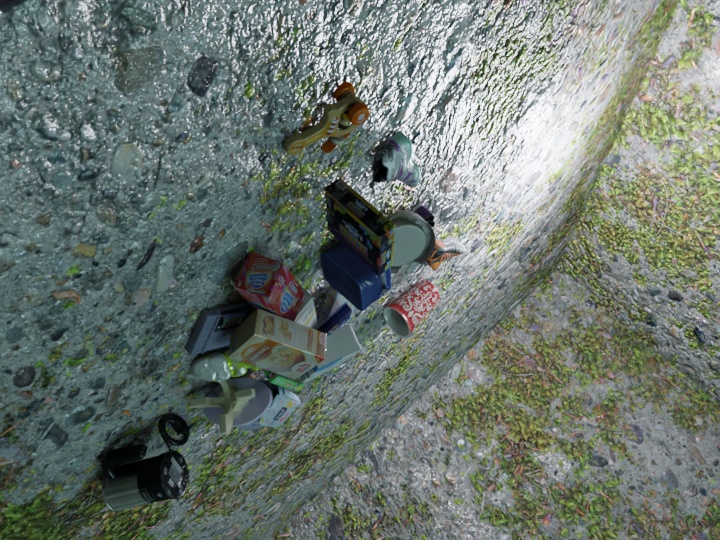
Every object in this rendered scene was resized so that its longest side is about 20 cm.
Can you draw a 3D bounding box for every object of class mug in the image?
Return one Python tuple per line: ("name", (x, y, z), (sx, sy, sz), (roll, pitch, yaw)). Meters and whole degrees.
("mug", (0.185, 0.133, 2.277), (0.199, 0.176, 0.135), (-39, 118, -28))

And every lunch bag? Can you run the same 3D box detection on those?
("lunch bag", (-0.291, 0.395, 1.757), (0.196, 0.130, 0.170), (-16, 157, 7))
("lunch bag", (0.000, 0.000, 1.644), (0.132, 0.199, 0.137), (-38, 149, -24))

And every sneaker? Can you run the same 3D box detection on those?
("sneaker", (-0.342, 0.235, 1.581), (0.195, 0.105, 0.078), (-4, 106, -15))
("sneaker", (0.148, -0.116, 1.848), (0.200, 0.087, 0.076), (-43, 155, -9))
("sneaker", (0.080, -0.253, 1.564), (0.140, 0.078, 0.201), (-42, 146, -8))
("sneaker", (0.303, -0.060, 2.219), (0.197, 0.078, 0.113), (0, 133, -45))

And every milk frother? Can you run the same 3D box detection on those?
("milk frother", (-0.552, 0.499, 1.569), (0.184, 0.184, 0.200), (-16, -167, 14))

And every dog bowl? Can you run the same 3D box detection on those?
("dog bowl", (0.122, -0.088, 1.787), (0.195, 0.059, 0.203), (-8, 130, -10))

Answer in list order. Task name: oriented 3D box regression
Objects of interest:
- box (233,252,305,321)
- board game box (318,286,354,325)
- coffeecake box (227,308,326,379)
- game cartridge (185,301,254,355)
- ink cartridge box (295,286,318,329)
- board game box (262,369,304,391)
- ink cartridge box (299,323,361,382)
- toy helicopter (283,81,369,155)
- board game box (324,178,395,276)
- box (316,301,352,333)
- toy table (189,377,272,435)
("box", (-0.215, 0.051, 1.454), (0.201, 0.098, 0.097), (68, 43, -64))
("board game box", (-0.060, 0.103, 1.893), (0.133, 0.034, 0.202), (-23, 146, -43))
("coffeecake box", (-0.205, 0.186, 1.482), (0.197, 0.074, 0.153), (23, 140, -28))
("game cartridge", (-0.333, 0.141, 1.506), (0.198, 0.038, 0.131), (-9, 139, -54))
("ink cartridge box", (-0.194, 0.145, 1.642), (0.148, 0.085, 0.201), (-48, 162, -22))
("board game box", (-0.240, 0.275, 1.728), (0.029, 0.135, 0.200), (-38, 155, 2))
("ink cartridge box", (-0.102, 0.242, 1.736), (0.143, 0.085, 0.200), (-22, 168, -26))
("toy helicopter", (-0.073, -0.297, 1.269), (0.197, 0.080, 0.133), (-30, 161, -11))
("board game box", (-0.003, -0.105, 1.483), (0.056, 0.200, 0.167), (-36, 153, -23))
("box", (-0.080, 0.160, 1.800), (0.121, 0.032, 0.200), (-42, 171, -11))
("toy table", (-0.352, 0.351, 1.630), (0.196, 0.187, 0.117), (-23, 159, 5))
